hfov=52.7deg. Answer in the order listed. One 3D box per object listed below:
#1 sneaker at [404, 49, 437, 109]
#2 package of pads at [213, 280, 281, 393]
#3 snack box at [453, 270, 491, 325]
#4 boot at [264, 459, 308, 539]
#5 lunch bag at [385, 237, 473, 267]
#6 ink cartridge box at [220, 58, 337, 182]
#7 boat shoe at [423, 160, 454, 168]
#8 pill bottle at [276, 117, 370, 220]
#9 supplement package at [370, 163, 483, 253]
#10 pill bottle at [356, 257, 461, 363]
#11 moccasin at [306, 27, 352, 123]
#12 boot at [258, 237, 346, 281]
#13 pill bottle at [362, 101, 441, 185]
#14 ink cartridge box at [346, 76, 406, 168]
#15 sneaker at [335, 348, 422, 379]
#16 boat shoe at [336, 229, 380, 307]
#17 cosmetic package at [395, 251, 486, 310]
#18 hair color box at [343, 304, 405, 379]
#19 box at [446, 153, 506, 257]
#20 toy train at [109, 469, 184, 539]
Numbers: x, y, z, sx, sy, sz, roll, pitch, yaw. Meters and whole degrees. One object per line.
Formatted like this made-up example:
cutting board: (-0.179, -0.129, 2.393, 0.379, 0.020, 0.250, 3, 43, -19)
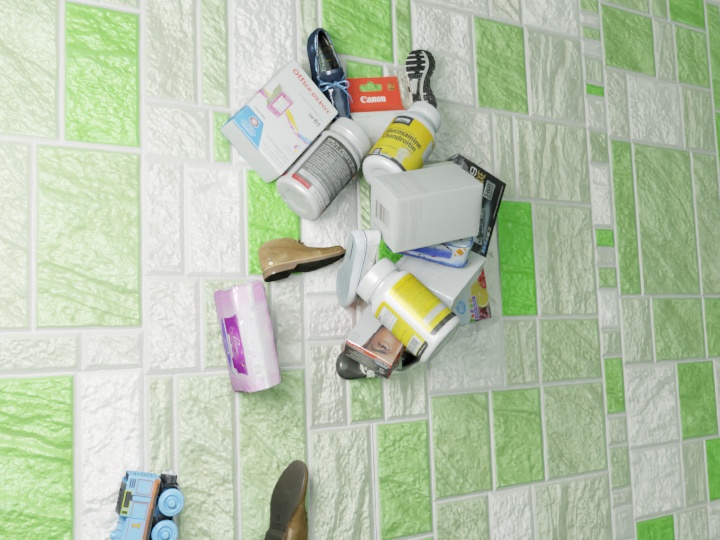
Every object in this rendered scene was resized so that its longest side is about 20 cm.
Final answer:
sneaker: (0.137, -0.417, 1.678, 0.072, 0.080, 0.205, 1, 67, 0)
package of pads: (-0.214, 0.125, 1.375, 0.074, 0.120, 0.205, -11, 89, -30)
snack box: (0.202, 0.058, 1.663, 0.196, 0.053, 0.146, -9, 87, -30)
boot: (-0.133, 0.475, 1.424, 0.075, 0.073, 0.205, 24, 77, -45)
lunch bag: (0.147, -0.085, 1.566, 0.195, 0.077, 0.162, 12, 44, 1)
ink cartridge box: (-0.162, -0.304, 1.474, 0.145, 0.084, 0.201, 47, 63, -17)
boat shoe: (0.130, -0.209, 1.649, 0.197, 0.072, 0.063, -17, 106, -27)
pill bottle: (-0.072, -0.211, 1.495, 0.114, 0.113, 0.201, 46, 68, -17)
supplement package: (0.131, -0.128, 1.455, 0.196, 0.117, 0.120, -12, 122, -21)
pill bottle: (0.093, 0.076, 1.441, 0.200, 0.115, 0.114, 43, 62, 15)
moccasin: (-0.071, -0.412, 1.543, 0.079, 0.068, 0.204, -23, 93, -17)
boot: (-0.116, -0.037, 1.476, 0.197, 0.074, 0.077, -11, 71, -34)
pill bottle: (0.095, -0.263, 1.549, 0.112, 0.111, 0.202, 42, 62, -19)
ink cartridge box: (0.046, -0.335, 1.621, 0.160, 0.057, 0.205, -10, 94, -30)
sneaker: (0.044, 0.188, 1.539, 0.196, 0.088, 0.076, -6, 89, -29)
boat shoe: (0.000, 0.000, 1.480, 0.065, 0.202, 0.074, -7, 52, -22)
cosmetic package: (0.166, 0.002, 1.565, 0.149, 0.052, 0.200, 29, 38, 16)
hair color box: (0.059, 0.112, 1.521, 0.109, 0.064, 0.201, 26, 56, 11)
box: (0.250, -0.148, 1.716, 0.156, 0.049, 0.204, 27, 72, -25)
toy train: (-0.377, 0.450, 1.269, 0.112, 0.086, 0.205, 13, 80, -19)
